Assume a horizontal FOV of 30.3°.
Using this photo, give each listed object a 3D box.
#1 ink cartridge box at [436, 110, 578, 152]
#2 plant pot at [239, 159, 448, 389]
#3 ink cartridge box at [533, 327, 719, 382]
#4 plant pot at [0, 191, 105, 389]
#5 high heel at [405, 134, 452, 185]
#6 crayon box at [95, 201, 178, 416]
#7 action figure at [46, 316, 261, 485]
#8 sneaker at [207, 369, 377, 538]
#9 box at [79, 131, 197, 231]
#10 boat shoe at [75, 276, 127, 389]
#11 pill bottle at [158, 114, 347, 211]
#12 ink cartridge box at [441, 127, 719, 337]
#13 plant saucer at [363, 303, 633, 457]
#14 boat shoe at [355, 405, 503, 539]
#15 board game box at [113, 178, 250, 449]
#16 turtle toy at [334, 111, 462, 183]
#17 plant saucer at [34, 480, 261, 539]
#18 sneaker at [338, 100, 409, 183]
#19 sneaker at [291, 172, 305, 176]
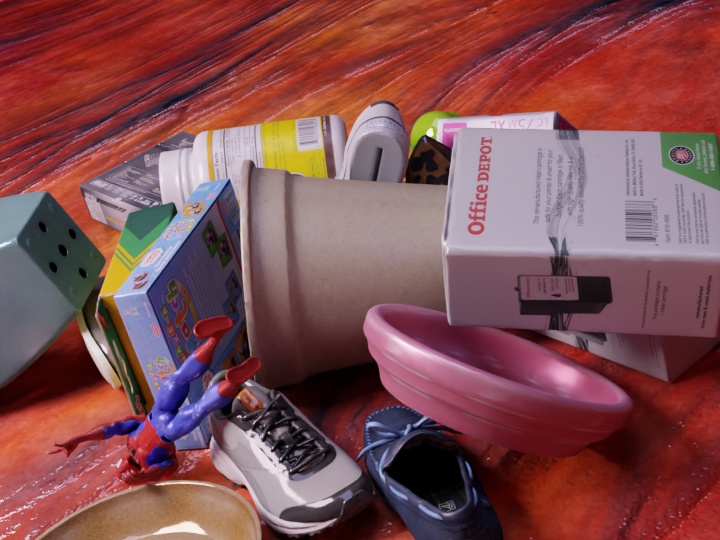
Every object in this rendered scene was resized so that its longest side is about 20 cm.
[{"bbox_3d":[0.168,-0.106,1.284,0.119,0.042,0.200,0,-9,30],"label":"ink cartridge box"},{"bbox_3d":[0.000,0.000,1.121,0.182,0.201,0.201,-5,27,0],"label":"plant pot"},{"bbox_3d":[0.209,0.009,1.091,0.116,0.068,0.200,-32,31,-26],"label":"ink cartridge box"},{"bbox_3d":[-0.347,0.021,1.232,0.199,0.142,0.142,-28,25,24],"label":"plant pot"},{"bbox_3d":[0.144,-0.076,1.208,0.199,0.143,0.071,-16,27,1],"label":"high heel"},{"bbox_3d":[-0.181,0.039,1.196,0.051,0.127,0.200,-13,28,7],"label":"crayon box"},{"bbox_3d":[-0.162,0.118,1.004,0.099,0.065,0.200,-22,-19,-42],"label":"action figure"},{"bbox_3d":[-0.062,0.135,0.995,0.074,0.080,0.200,-28,30,-26],"label":"sneaker"},{"bbox_3d":[-0.215,-0.096,1.562,0.158,0.049,0.200,-32,31,-28],"label":"box"},{"bbox_3d":[-0.233,0.050,1.265,0.060,0.072,0.202,-25,23,-7],"label":"boat shoe"},{"bbox_3d":[-0.109,-0.100,1.416,0.199,0.110,0.109,-7,27,2],"label":"pill bottle"},{"bbox_3d":[0.164,-0.031,0.986,0.199,0.083,0.147,3,44,9],"label":"ink cartridge box"},{"bbox_3d":[0.093,0.081,0.951,0.200,0.051,0.201,18,8,-3],"label":"plant saucer"},{"bbox_3d":[0.052,0.137,0.933,0.084,0.069,0.200,-24,27,-15],"label":"boat shoe"},{"bbox_3d":[-0.136,0.033,1.151,0.036,0.152,0.200,-7,27,19],"label":"board game box"},{"bbox_3d":[0.050,-0.085,1.328,0.145,0.102,0.200,7,35,39],"label":"turtle toy"},{"bbox_3d":[-0.160,0.223,0.929,0.199,0.036,0.200,-13,26,6],"label":"plant saucer"},{"bbox_3d":[0.008,-0.063,1.220,0.073,0.201,0.071,18,38,-3],"label":"sneaker"},{"bbox_3d":[-0.117,-0.021,1.350,0.199,0.075,0.081,-28,-17,7],"label":"sneaker"}]
